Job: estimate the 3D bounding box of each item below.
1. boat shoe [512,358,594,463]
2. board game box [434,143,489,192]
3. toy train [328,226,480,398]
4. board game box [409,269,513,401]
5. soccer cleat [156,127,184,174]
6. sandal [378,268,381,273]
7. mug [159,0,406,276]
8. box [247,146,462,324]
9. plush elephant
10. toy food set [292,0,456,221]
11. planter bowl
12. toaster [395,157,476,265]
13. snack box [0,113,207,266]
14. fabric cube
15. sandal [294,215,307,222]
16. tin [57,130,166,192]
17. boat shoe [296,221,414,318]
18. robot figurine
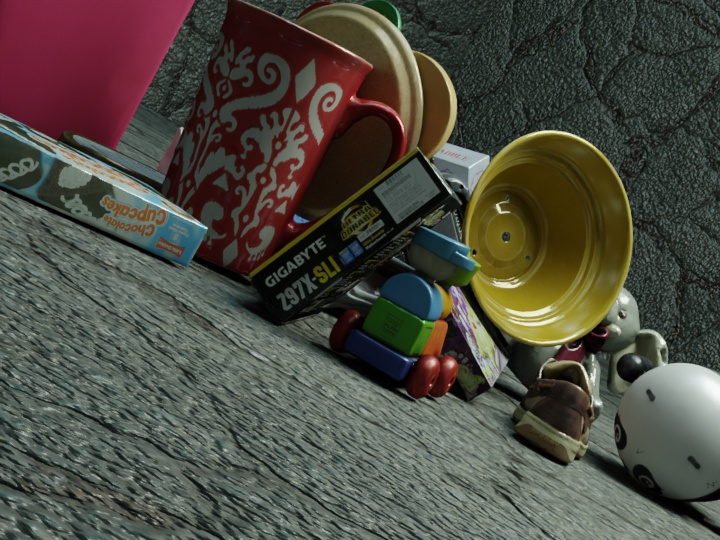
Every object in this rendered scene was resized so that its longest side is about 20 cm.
[{"bbox_3d":[0.173,0.113,1.285,0.072,0.073,0.200,29,4,10],"label":"boat shoe"},{"bbox_3d":[0.054,-0.058,1.702,0.199,0.202,0.041,21,35,36],"label":"board game box"},{"bbox_3d":[0.055,0.031,1.177,0.084,0.117,0.200,29,4,15],"label":"toy train"},{"bbox_3d":[0.092,0.044,1.364,0.121,0.032,0.200,57,12,1],"label":"board game box"},{"bbox_3d":[-0.117,-0.071,1.446,0.199,0.086,0.068,29,16,29],"label":"soccer cleat"},{"bbox_3d":[0.031,-0.058,1.424,0.053,0.081,0.201,-2,-37,-1],"label":"sandal"},{"bbox_3d":[-0.073,-0.097,1.241,0.176,0.202,0.133,27,4,27],"label":"mug"},{"bbox_3d":[0.002,-0.026,1.186,0.050,0.159,0.200,52,6,3],"label":"box"},{"bbox_3d":[0.224,0.065,1.542,0.165,0.155,0.200,49,4,22],"label":"plush elephant"},{"bbox_3d":[-0.019,-0.142,1.333,0.048,0.200,0.199,1,45,-53],"label":"toy food set"},{"bbox_3d":[0.160,-0.031,1.445,0.199,0.202,0.083,26,-10,-28],"label":"planter bowl"},{"bbox_3d":[0.057,-0.028,1.582,0.129,0.113,0.202,22,-49,62],"label":"toaster"},{"bbox_3d":[-0.219,-0.070,1.099,0.199,0.037,0.116,26,5,-39],"label":"snack box"},{"bbox_3d":[-0.300,-0.235,1.499,0.195,0.201,0.200,26,4,-17],"label":"fabric cube"},{"bbox_3d":[-0.048,-0.042,1.647,0.079,0.088,0.199,33,7,37],"label":"sandal"},{"bbox_3d":[-0.187,-0.068,1.338,0.199,0.042,0.112,26,9,-42],"label":"tin"},{"bbox_3d":[0.001,0.002,1.385,0.201,0.064,0.075,33,41,-44],"label":"boat shoe"},{"bbox_3d":[0.301,0.151,1.376,0.149,0.126,0.200,11,-4,24],"label":"robot figurine"}]
